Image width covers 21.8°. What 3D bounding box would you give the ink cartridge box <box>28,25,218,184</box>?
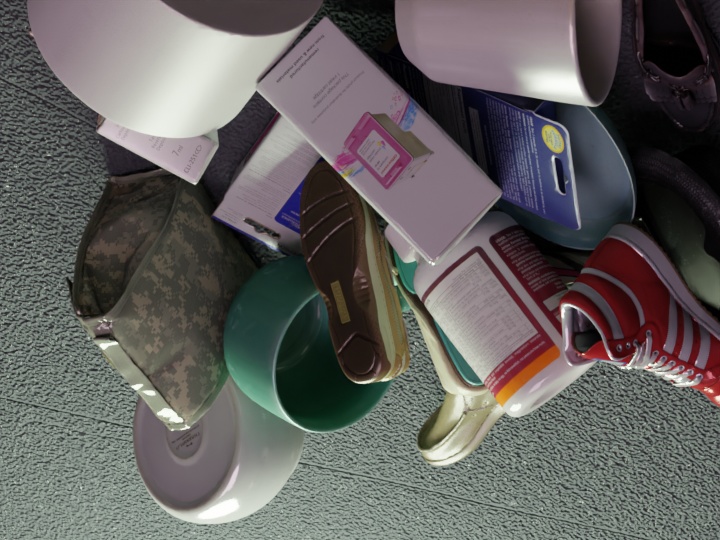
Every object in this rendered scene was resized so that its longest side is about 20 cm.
[{"bbox_3d":[-0.205,-0.154,1.574,0.176,0.200,0.045,29,101,-13],"label":"ink cartridge box"}]

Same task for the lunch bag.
[{"bbox_3d":[-0.191,0.030,1.756,0.117,0.200,0.164,-10,133,27],"label":"lunch bag"}]

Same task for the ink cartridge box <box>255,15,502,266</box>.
[{"bbox_3d":[0.020,-0.102,1.515,0.085,0.145,0.200,-44,89,5],"label":"ink cartridge box"}]

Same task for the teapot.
[{"bbox_3d":[-0.131,0.170,1.929,0.200,0.198,0.146,19,-172,41],"label":"teapot"}]

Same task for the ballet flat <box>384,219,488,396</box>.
[{"bbox_3d":[0.068,0.023,1.720,0.069,0.069,0.201,-23,84,36],"label":"ballet flat"}]

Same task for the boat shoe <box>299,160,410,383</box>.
[{"bbox_3d":[0.000,0.000,1.663,0.072,0.076,0.201,-13,86,37],"label":"boat shoe"}]

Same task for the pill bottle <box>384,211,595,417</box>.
[{"bbox_3d":[0.115,0.019,1.631,0.200,0.109,0.110,53,138,12],"label":"pill bottle"}]

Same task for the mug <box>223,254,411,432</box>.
[{"bbox_3d":[-0.040,0.062,1.758,0.114,0.185,0.153,24,109,47],"label":"mug"}]

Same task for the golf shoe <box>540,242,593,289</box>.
[{"bbox_3d":[0.150,0.021,1.713,0.200,0.092,0.073,-15,132,35],"label":"golf shoe"}]

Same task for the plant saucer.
[{"bbox_3d":[0.154,-0.104,1.573,0.200,0.027,0.200,33,150,22],"label":"plant saucer"}]

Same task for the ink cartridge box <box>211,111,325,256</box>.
[{"bbox_3d":[-0.053,-0.092,1.701,0.094,0.037,0.200,27,135,-13],"label":"ink cartridge box"}]

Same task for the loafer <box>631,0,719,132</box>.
[{"bbox_3d":[0.244,-0.180,1.483,0.072,0.063,0.200,-2,135,21],"label":"loafer"}]

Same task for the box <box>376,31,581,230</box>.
[{"bbox_3d":[0.106,-0.116,1.559,0.200,0.032,0.121,28,148,34],"label":"box"}]

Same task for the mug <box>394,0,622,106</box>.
[{"bbox_3d":[0.114,-0.220,1.449,0.153,0.187,0.149,2,166,22],"label":"mug"}]

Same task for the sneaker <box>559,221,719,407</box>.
[{"bbox_3d":[0.242,0.069,1.541,0.200,0.112,0.071,49,154,-10],"label":"sneaker"}]

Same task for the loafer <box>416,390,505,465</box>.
[{"bbox_3d":[0.111,0.119,1.851,0.067,0.076,0.200,32,127,-15],"label":"loafer"}]

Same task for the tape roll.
[{"bbox_3d":[-0.144,-0.224,1.464,0.202,0.203,0.139,30,137,-14],"label":"tape roll"}]

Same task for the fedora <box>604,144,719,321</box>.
[{"bbox_3d":[0.291,-0.032,1.588,0.200,0.092,0.201,40,150,29],"label":"fedora"}]
